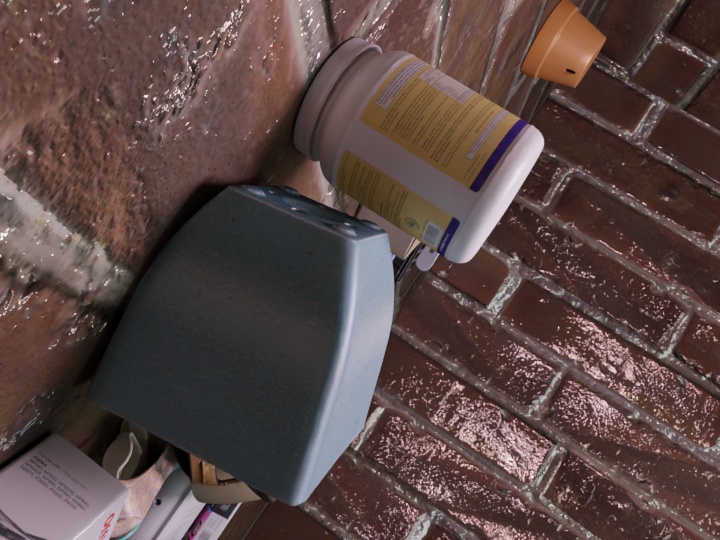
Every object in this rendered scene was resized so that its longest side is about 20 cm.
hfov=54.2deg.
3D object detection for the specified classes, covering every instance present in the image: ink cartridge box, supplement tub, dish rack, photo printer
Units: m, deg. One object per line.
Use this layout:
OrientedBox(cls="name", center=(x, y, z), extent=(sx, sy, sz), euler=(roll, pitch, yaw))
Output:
OrientedBox(cls="ink cartridge box", center=(-0.229, 0.326, 1.056), extent=(0.095, 0.037, 0.200), euler=(-56, -159, -6))
OrientedBox(cls="ink cartridge box", center=(-0.277, 0.235, 0.507), extent=(0.144, 0.084, 0.200), euler=(-61, 171, 29))
OrientedBox(cls="supplement tub", center=(0.053, -0.115, 0.666), extent=(0.145, 0.200, 0.145), euler=(-54, 170, -13))
OrientedBox(cls="dish rack", center=(0.121, -0.054, 1.674), extent=(0.153, 0.055, 0.200), euler=(-58, 171, 15))
OrientedBox(cls="photo printer", center=(-0.248, 0.301, 0.921), extent=(0.200, 0.069, 0.166), euler=(-55, 171, -5))

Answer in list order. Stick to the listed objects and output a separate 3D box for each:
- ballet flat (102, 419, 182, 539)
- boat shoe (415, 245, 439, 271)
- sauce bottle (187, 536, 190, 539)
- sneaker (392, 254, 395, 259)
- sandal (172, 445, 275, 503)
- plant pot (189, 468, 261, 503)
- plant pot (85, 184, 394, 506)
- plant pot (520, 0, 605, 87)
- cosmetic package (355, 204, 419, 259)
OrientedBox(cls="ballet flat", center=(-0.213, 0.180, 0.682), extent=(0.200, 0.068, 0.067), euler=(-108, -173, -78))
OrientedBox(cls="boat shoe", center=(0.234, -0.084, 2.146), extent=(0.200, 0.069, 0.057), euler=(-51, 179, 2))
OrientedBox(cls="sauce bottle", center=(-0.362, 0.586, 1.319), extent=(0.200, 0.066, 0.066), euler=(-54, 171, -23))
OrientedBox(cls="sneaker", center=(0.000, 0.000, 1.197), extent=(0.200, 0.074, 0.082), euler=(-60, 172, -28))
OrientedBox(cls="sandal", center=(-0.156, 0.171, 0.673), extent=(0.055, 0.082, 0.200), euler=(-52, 127, -16))
OrientedBox(cls="plant pot", center=(-0.103, 0.179, 0.832), extent=(0.200, 0.134, 0.201), euler=(6, 90, -84))
OrientedBox(cls="plant pot", center=(-0.074, 0.036, 0.606), extent=(0.196, 0.196, 0.200), euler=(-22, 134, -74))
OrientedBox(cls="plant pot", center=(0.513, -0.552, 1.756), extent=(0.200, 0.140, 0.200), euler=(-54, 169, -15))
OrientedBox(cls="cosmetic package", center=(0.082, -0.110, 1.137), extent=(0.200, 0.105, 0.071), euler=(-44, 164, -49))
